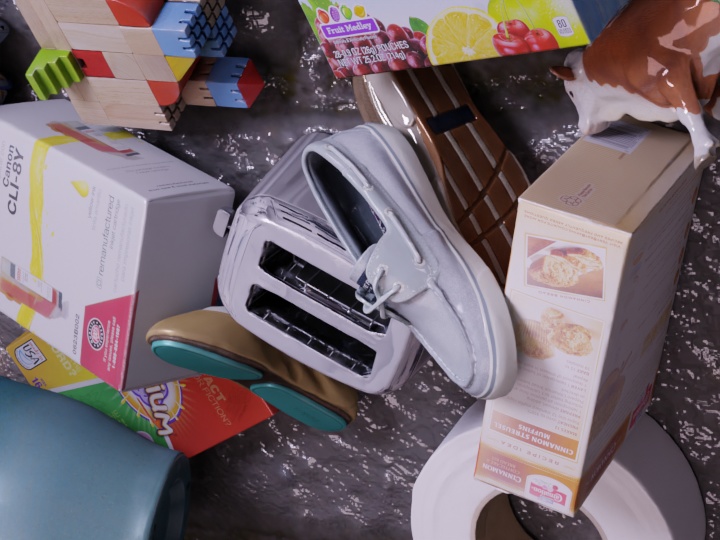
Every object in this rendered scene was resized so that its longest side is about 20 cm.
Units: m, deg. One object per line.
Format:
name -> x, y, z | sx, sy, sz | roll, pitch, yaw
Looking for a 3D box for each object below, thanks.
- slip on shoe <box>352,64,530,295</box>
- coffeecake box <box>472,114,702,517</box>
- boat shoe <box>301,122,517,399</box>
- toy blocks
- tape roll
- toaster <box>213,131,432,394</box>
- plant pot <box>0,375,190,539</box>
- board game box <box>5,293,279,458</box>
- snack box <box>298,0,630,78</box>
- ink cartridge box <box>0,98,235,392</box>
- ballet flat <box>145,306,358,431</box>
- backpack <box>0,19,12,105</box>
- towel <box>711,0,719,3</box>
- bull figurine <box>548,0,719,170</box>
slip on shoe -> 0.050, -0.067, 1.077 | 0.201, 0.076, 0.061 | 61, 144, 12
coffeecake box -> 0.144, 0.025, 1.043 | 0.073, 0.153, 0.201 | 19, 122, 21
boat shoe -> 0.023, -0.002, 1.009 | 0.201, 0.071, 0.070 | 61, 148, 27
toy blocks -> -0.148, -0.164, 1.118 | 0.136, 0.100, 0.200 | 6, 144, 25
tape roll -> 0.139, 0.180, 1.178 | 0.201, 0.071, 0.204 | 12, 119, 22
toaster -> 0.000, 0.000, 1.124 | 0.199, 0.129, 0.114 | 30, 126, 12
plant pot -> -0.233, 0.185, 1.267 | 0.187, 0.200, 0.201 | 9, 120, 7
board game box -> -0.167, 0.077, 1.308 | 0.199, 0.040, 0.153 | -30, 98, 36
snack box -> 0.036, -0.204, 0.948 | 0.199, 0.068, 0.169 | -1, 125, 44
ink cartridge box -> -0.194, -0.022, 1.198 | 0.199, 0.083, 0.146 | 28, 117, 38
ballet flat -> -0.073, 0.056, 1.175 | 0.068, 0.063, 0.200 | -4, 156, 38
backpack -> -0.360, -0.153, 1.204 | 0.199, 0.190, 0.155 | 28, 109, 13
towel -> 0.167, -0.238, 0.932 | 0.199, 0.023, 0.153 | 26, 102, 27
bull figurine -> 0.202, -0.133, 0.963 | 0.200, 0.065, 0.122 | -47, 64, 26
